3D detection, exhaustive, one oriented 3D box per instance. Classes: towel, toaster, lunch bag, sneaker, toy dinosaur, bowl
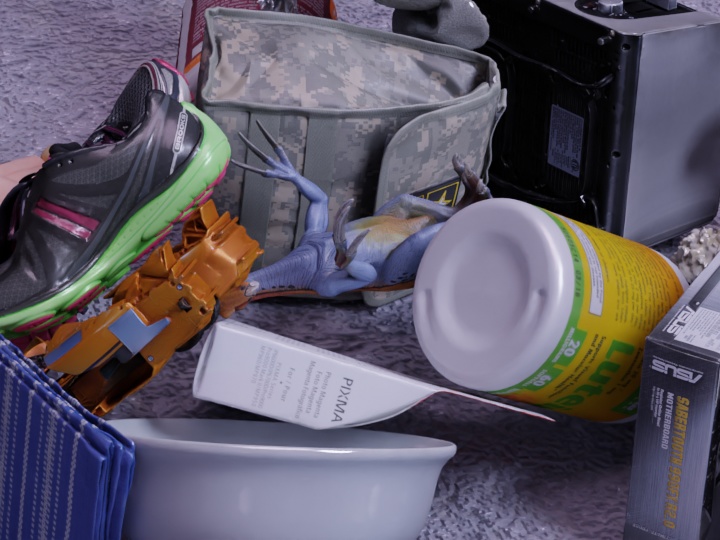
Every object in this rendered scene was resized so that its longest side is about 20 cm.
[{"bbox_3d":[-0.188,0.103,1.302,0.024,0.146,0.200,-16,39,-37],"label":"towel"},{"bbox_3d":[0.154,-0.110,1.659,0.118,0.201,0.180,-16,31,-34],"label":"toaster"},{"bbox_3d":[-0.011,-0.069,1.562,0.198,0.165,0.118,4,43,-7],"label":"lunch bag"},{"bbox_3d":[-0.169,-0.030,1.436,0.200,0.077,0.084,-41,86,-6],"label":"sneaker"},{"bbox_3d":[-0.173,-0.047,1.496,0.201,0.075,0.080,-58,30,-10],"label":"sneaker"},{"bbox_3d":[0.000,0.000,1.448,0.181,0.201,0.105,-34,26,0],"label":"toy dinosaur"},{"bbox_3d":[-0.050,0.132,1.298,0.199,0.091,0.201,4,0,0],"label":"bowl"}]

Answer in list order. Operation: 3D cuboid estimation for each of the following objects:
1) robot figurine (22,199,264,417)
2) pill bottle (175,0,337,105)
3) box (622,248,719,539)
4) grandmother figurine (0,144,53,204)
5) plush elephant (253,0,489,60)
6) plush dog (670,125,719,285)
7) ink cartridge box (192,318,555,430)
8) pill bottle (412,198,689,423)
[{"bbox_3d":[-0.148,0.046,1.372,0.058,0.200,0.145,50,25,-6],"label":"robot figurine"},{"bbox_3d":[-0.072,-0.154,1.698,0.113,0.115,0.201,4,36,-2],"label":"pill bottle"},{"bbox_3d":[0.218,0.066,1.409,0.048,0.159,0.200,17,33,24],"label":"box"},{"bbox_3d":[-0.265,-0.038,1.569,0.199,0.061,0.121,-15,14,-39],"label":"grandmother figurine"},{"bbox_3d":[0.028,-0.228,1.570,0.200,0.165,0.155,-51,38,-10],"label":"plush elephant"},{"bbox_3d":[0.319,-0.045,1.582,0.199,0.173,0.161,17,34,18],"label":"plush dog"},{"bbox_3d":[0.004,0.076,1.404,0.199,0.057,0.163,20,-1,-1],"label":"ink cartridge box"},{"bbox_3d":[0.132,0.031,1.440,0.199,0.112,0.111,17,17,-48],"label":"pill bottle"}]
